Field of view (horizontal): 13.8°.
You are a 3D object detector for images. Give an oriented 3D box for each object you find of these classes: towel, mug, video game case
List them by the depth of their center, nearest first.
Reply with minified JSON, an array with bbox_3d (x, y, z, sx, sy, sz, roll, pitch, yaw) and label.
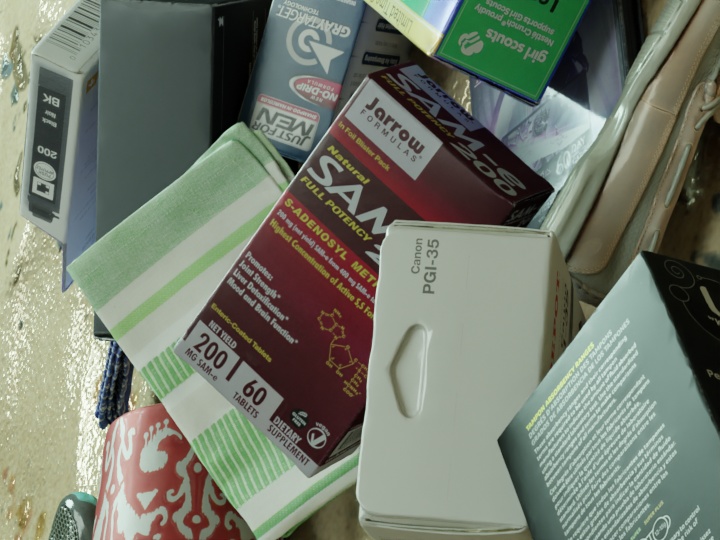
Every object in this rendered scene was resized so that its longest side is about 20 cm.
[{"bbox_3d":[0.105,-0.096,1.604,0.143,0.019,0.201,-39,47,48],"label":"video game case"},{"bbox_3d":[-0.059,0.038,1.675,0.152,0.023,0.200,-38,84,24],"label":"towel"},{"bbox_3d":[-0.115,0.197,1.762,0.177,0.133,0.201,-34,46,49],"label":"mug"},{"bbox_3d":[-0.139,0.009,1.907,0.200,0.024,0.145,113,170,-68],"label":"towel"}]

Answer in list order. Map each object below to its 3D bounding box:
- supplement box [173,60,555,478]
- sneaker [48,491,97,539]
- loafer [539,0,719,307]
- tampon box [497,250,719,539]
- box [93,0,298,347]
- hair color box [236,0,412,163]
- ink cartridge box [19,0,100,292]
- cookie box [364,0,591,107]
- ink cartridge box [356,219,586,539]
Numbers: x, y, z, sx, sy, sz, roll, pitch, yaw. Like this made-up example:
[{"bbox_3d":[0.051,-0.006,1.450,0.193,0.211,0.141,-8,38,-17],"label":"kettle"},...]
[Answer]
[{"bbox_3d":[0.000,0.000,1.595,0.109,0.061,0.200,41,114,13],"label":"supplement box"},{"bbox_3d":[-0.218,0.242,1.962,0.078,0.091,0.201,15,91,60],"label":"sneaker"},{"bbox_3d":[0.154,-0.073,1.475,0.201,0.063,0.072,-60,2,8],"label":"loafer"},{"bbox_3d":[0.172,0.116,1.259,0.126,0.149,0.200,-55,35,32],"label":"tampon box"},{"bbox_3d":[-0.095,-0.065,1.763,0.078,0.141,0.201,5,100,17],"label":"box"},{"bbox_3d":[-0.004,-0.162,1.731,0.060,0.100,0.201,19,98,19],"label":"hair color box"},{"bbox_3d":[-0.145,-0.117,1.861,0.198,0.043,0.200,-54,-16,-39],"label":"ink cartridge box"},{"bbox_3d":[0.084,-0.209,1.590,0.201,0.075,0.171,-64,23,10],"label":"cookie box"},{"bbox_3d":[0.059,0.073,1.438,0.200,0.082,0.147,58,-143,-72],"label":"ink cartridge box"}]
